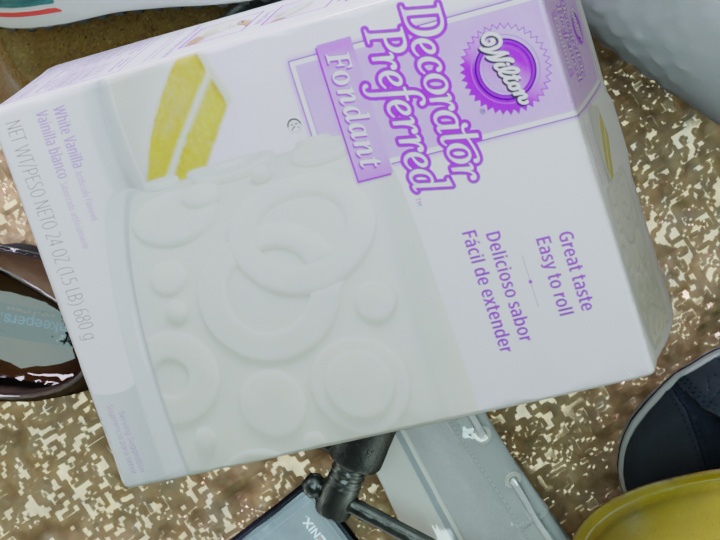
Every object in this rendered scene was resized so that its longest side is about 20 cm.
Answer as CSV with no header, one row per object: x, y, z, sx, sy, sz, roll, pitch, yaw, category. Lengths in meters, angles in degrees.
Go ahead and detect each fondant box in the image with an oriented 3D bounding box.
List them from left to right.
-0.009,-0.019,0.799,0.199,0.058,0.145,-14,105,18,fondant box

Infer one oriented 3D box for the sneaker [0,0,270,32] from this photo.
-0.079,-0.137,0.801,0.199,0.093,0.071,-9,68,25,sneaker

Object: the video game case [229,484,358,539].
-0.055,0.202,0.949,0.200,0.019,0.143,-38,93,3,video game case

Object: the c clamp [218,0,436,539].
0.000,0.000,0.850,0.170,0.027,0.201,19,112,9,c clamp

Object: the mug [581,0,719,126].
0.102,-0.152,0.829,0.175,0.200,0.148,36,112,4,mug

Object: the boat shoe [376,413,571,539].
0.028,0.047,0.909,0.068,0.072,0.201,-27,93,0,boat shoe

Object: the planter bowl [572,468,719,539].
0.171,0.150,0.843,0.199,0.201,0.084,10,62,0,planter bowl

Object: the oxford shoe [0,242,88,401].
-0.188,0.011,0.904,0.199,0.084,0.073,4,96,2,oxford shoe

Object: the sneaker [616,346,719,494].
0.186,0.055,0.840,0.199,0.079,0.079,-17,97,13,sneaker

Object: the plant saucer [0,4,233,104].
-0.074,-0.118,0.878,0.199,0.035,0.202,0,91,24,plant saucer
